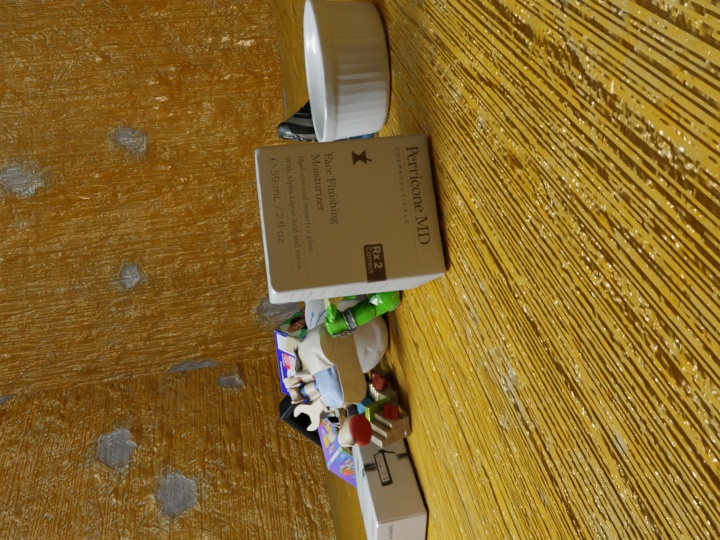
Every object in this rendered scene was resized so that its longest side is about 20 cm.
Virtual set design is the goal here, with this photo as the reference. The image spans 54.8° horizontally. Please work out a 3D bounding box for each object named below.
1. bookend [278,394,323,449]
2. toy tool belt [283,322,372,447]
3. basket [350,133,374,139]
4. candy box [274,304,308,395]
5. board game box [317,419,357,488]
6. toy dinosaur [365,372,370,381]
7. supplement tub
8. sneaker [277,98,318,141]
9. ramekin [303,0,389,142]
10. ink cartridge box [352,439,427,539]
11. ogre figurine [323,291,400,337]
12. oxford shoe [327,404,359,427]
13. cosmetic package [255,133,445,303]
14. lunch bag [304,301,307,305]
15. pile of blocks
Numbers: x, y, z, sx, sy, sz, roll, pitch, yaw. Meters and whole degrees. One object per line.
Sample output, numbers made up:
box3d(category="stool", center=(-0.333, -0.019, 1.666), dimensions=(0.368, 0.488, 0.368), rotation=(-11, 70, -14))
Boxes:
box3d(category="bookend", center=(-0.070, 0.338, 1.763), dimensions=(0.199, 0.199, 0.092), rotation=(39, -177, -15))
box3d(category="toy tool belt", center=(-0.057, 0.186, 1.096), dimensions=(0.122, 0.124, 0.202), rotation=(-24, 75, 35))
box3d(category="basket", center=(-0.035, -0.135, 1.143), dimensions=(0.202, 0.138, 0.176), rotation=(-63, 9, -4))
box3d(category="candy box", center=(-0.084, 0.150, 1.460), dimensions=(0.076, 0.200, 0.171), rotation=(19, 130, 29))
box3d(category="board game box", center=(-0.012, 0.358, 1.361), dimensions=(0.045, 0.134, 0.200), rotation=(-52, 16, 4))
box3d(category="toy dinosaur", center=(0.006, 0.254, 1.397), dimensions=(0.202, 0.076, 0.102), rotation=(64, -173, 14))
box3d(category="supplement tub", center=(-0.029, 0.099, 1.257), dimensions=(0.200, 0.130, 0.134), rotation=(-135, 39, -76))
box3d(category="sneaker", center=(-0.072, -0.261, 1.143), dimensions=(0.200, 0.073, 0.080), rotation=(-39, -46, -49))
box3d(category="ramekin", center=(-0.022, -0.289, 1.004), dimensions=(0.200, 0.096, 0.203), rotation=(173, 90, -82))
box3d(category="ink cartridge box", center=(0.043, 0.366, 1.141), dimensions=(0.201, 0.083, 0.147), rotation=(-109, 15, -51))
box3d(category="ogre figurine", center=(0.002, -0.001, 1.008), dimensions=(0.098, 0.118, 0.203), rotation=(-149, 51, -74))
box3d(category="oxford shoe", center=(-0.021, 0.262, 1.215), dimensions=(0.200, 0.071, 0.073), rotation=(48, -158, -15))
box3d(category="cosmetic package", center=(-0.020, -0.056, 0.836), dimensions=(0.165, 0.197, 0.167), rotation=(140, 123, -80))
box3d(category="lunch bag", center=(-0.094, 0.006, 1.625), dimensions=(0.170, 0.126, 0.203), rotation=(157, 115, -81))
box3d(category="pile of blocks", center=(0.025, 0.214, 1.149), dimensions=(0.200, 0.081, 0.063), rotation=(-123, 27, -72))
